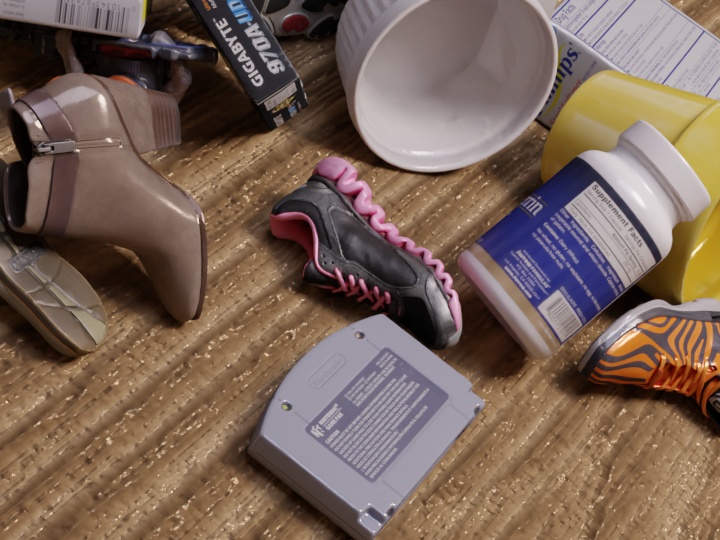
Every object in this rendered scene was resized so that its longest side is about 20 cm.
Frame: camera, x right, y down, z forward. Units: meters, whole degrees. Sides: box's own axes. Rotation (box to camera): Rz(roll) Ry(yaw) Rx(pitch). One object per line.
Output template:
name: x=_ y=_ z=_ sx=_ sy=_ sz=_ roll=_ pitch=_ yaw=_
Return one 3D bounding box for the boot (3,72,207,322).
boot: x=-0.195 y=-0.048 z=1.380 sx=0.146 sy=0.070 sz=0.202 roll=-14 pitch=98 yaw=-40

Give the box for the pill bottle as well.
pill bottle: x=0.190 y=-0.028 z=1.556 sx=0.116 sy=0.200 sz=0.116 roll=50 pitch=-1 yaw=2

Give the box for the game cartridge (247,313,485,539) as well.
game cartridge: x=0.002 y=0.115 z=1.424 sx=0.133 sy=0.041 sz=0.200 roll=41 pitch=39 yaw=6

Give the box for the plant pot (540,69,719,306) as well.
plant pot: x=0.279 y=-0.087 z=1.715 sx=0.188 sy=0.202 sz=0.200 roll=32 pitch=35 yaw=27

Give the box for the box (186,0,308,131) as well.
box: x=-0.117 y=-0.224 z=1.582 sx=0.201 sy=0.046 sz=0.159 roll=58 pitch=-1 yaw=3

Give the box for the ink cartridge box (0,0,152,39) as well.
ink cartridge box: x=-0.274 y=-0.242 z=1.555 sx=0.196 sy=0.047 sz=0.200 roll=7 pitch=14 yaw=-3

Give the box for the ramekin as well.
ramekin: x=0.071 y=-0.201 z=1.685 sx=0.199 sy=0.201 sz=0.105 roll=7 pitch=36 yaw=-28

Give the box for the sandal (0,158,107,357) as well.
sandal: x=-0.267 y=-0.012 z=1.373 sx=0.200 sy=0.054 sz=0.080 roll=52 pitch=36 yaw=2

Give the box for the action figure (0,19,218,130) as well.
action figure: x=-0.227 y=-0.147 z=1.534 sx=0.199 sy=0.105 sz=0.194 roll=12 pitch=28 yaw=16

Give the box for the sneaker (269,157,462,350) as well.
sneaker: x=0.000 y=0.000 z=1.530 sx=0.095 sy=0.079 sz=0.200 roll=-31 pitch=65 yaw=-28

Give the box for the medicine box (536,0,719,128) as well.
medicine box: x=0.274 y=-0.197 z=1.885 sx=0.200 sy=0.103 sz=0.182 roll=36 pitch=39 yaw=6

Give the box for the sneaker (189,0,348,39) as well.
sneaker: x=-0.094 y=-0.263 z=1.753 sx=0.199 sy=0.081 sz=0.083 roll=-2 pitch=34 yaw=-48

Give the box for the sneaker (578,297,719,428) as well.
sneaker: x=0.284 y=0.086 z=1.607 sx=0.199 sy=0.078 sz=0.112 roll=-12 pitch=54 yaw=-41

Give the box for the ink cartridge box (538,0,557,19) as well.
ink cartridge box: x=0.083 y=-0.310 z=1.771 sx=0.199 sy=0.084 sz=0.145 roll=0 pitch=43 yaw=-22
